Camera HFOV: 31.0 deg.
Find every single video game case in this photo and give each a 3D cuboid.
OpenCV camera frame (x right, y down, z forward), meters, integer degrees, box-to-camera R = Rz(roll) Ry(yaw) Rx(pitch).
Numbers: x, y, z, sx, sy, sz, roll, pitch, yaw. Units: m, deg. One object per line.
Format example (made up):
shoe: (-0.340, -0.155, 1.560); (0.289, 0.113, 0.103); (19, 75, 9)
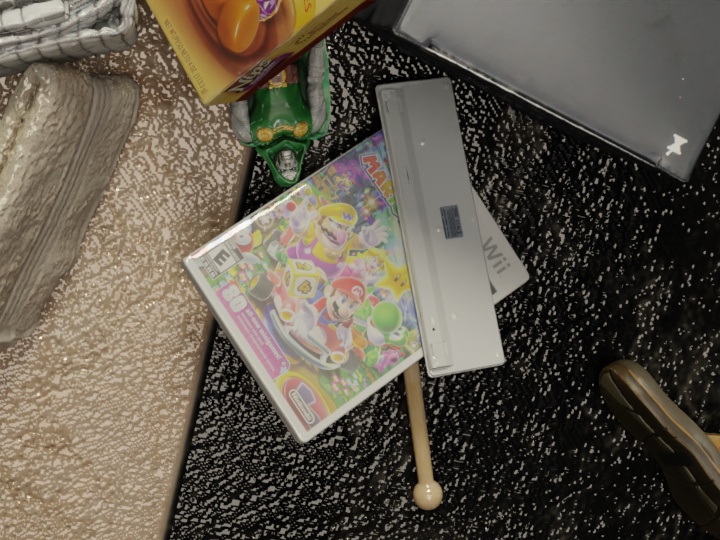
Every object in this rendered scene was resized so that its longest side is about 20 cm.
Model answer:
video game case: (0.000, 0.000, 0.870); (0.199, 0.018, 0.144); (-34, 91, -18)

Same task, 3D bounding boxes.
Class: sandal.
sandal: (0.254, 0.135, 0.971); (0.055, 0.082, 0.200); (-44, 100, -19)

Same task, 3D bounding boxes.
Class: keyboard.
keyboard: (0.054, -0.031, 0.878); (0.056, 0.011, 0.202); (-8, 84, -23)

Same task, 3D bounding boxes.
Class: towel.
towel: (-0.234, -0.158, 0.770); (0.198, 0.166, 0.086); (-14, 99, -5)
towel: (-0.209, -0.035, 0.820); (0.034, 0.132, 0.201); (27, 99, 9)

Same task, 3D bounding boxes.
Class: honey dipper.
honey dipper: (0.038, 0.079, 0.931); (0.038, 0.038, 0.202); (-10, 104, -6)

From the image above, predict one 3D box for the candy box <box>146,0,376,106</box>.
candy box: (-0.089, -0.216, 0.778); (0.116, 0.056, 0.201); (-31, 86, 29)

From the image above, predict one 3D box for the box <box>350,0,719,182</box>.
box: (0.111, -0.160, 0.802); (0.195, 0.200, 0.118); (25, 99, -14)

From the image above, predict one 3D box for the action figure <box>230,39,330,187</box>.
action figure: (-0.060, -0.153, 0.856); (0.117, 0.055, 0.202); (-10, 107, -5)
